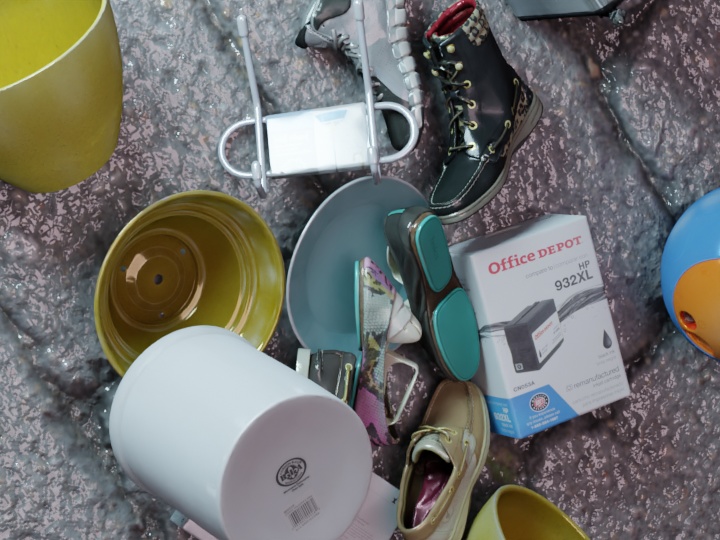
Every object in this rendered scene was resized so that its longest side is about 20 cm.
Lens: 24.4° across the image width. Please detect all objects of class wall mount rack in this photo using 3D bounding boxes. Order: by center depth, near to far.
[{"bbox_3d":[-0.047,-0.163,1.610,0.199,0.075,0.174,-7,74,4],"label":"wall mount rack"}]

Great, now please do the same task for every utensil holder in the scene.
[{"bbox_3d":[-0.107,0.155,1.489,0.169,0.200,0.171,-9,108,-32],"label":"utensil holder"}]

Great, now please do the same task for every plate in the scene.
[{"bbox_3d":[0.000,0.000,1.668,0.200,0.026,0.201,-15,114,-36],"label":"plate"}]

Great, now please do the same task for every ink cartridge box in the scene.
[{"bbox_3d":[0.182,0.056,1.739,0.145,0.084,0.201,-19,99,-21],"label":"ink cartridge box"}]

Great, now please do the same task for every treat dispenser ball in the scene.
[{"bbox_3d":[0.421,0.005,1.771,0.200,0.201,0.202,-1,93,-22],"label":"treat dispenser ball"}]

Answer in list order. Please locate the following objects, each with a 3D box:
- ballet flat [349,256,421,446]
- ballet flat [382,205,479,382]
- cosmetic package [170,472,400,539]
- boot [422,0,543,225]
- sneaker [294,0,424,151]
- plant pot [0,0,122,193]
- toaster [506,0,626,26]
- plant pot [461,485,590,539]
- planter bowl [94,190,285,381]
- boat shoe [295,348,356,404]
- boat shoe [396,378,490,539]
[{"bbox_3d":[0.024,0.083,1.649,0.071,0.069,0.201,6,109,6],"label":"ballet flat"},{"bbox_3d":[0.069,0.020,1.670,0.068,0.068,0.201,-37,124,-35],"label":"ballet flat"},{"bbox_3d":[-0.067,0.239,1.663,0.200,0.052,0.151,37,80,-19],"label":"cosmetic package"},{"bbox_3d":[0.098,-0.160,1.664,0.204,0.073,0.154,-56,127,-34],"label":"boot"},{"bbox_3d":[-0.007,-0.211,1.663,0.115,0.075,0.201,-9,87,-16],"label":"sneaker"},{"bbox_3d":[-0.294,-0.155,1.495,0.200,0.200,0.142,-36,129,-17],"label":"plant pot"},{"bbox_3d":[0.237,-0.346,1.683,0.181,0.200,0.119,-47,112,-13],"label":"toaster"},{"bbox_3d":[0.159,0.342,1.692,0.200,0.200,0.142,38,111,-19],"label":"plant pot"},{"bbox_3d":[-0.177,0.016,1.580,0.200,0.083,0.201,-10,108,-32],"label":"planter bowl"},{"bbox_3d":[-0.035,0.177,1.604,0.060,0.072,0.202,1,88,-3],"label":"boat shoe"},{"bbox_3d":[0.081,0.191,1.676,0.066,0.074,0.201,48,43,-46],"label":"boat shoe"}]
